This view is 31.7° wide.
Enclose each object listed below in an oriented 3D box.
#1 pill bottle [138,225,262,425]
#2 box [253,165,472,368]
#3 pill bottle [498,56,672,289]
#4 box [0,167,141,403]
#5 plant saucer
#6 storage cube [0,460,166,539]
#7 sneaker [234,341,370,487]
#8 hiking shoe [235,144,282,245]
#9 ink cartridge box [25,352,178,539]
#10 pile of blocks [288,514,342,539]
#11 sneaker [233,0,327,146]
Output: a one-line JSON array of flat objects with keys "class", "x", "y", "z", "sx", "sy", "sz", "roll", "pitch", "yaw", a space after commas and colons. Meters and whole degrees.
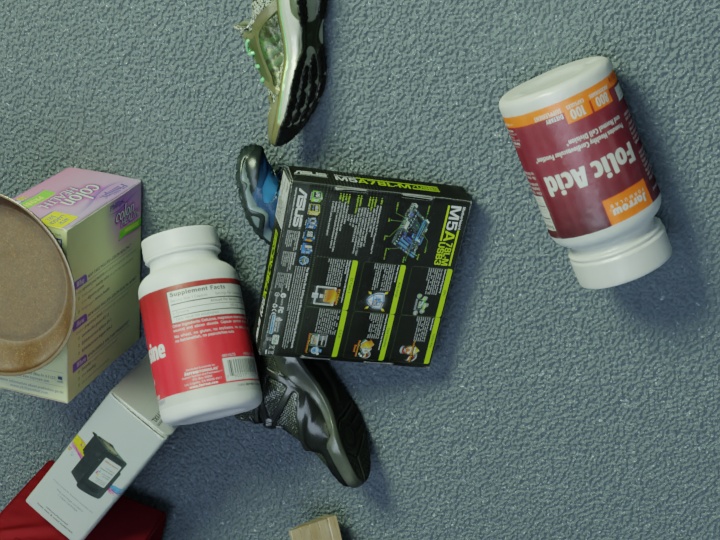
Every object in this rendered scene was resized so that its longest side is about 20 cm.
[{"class": "pill bottle", "x": -0.177, "y": 0.059, "z": 1.366, "sx": 0.112, "sy": 0.112, "sz": 0.201, "roll": -17, "pitch": 79, "yaw": 22}, {"class": "box", "x": 0.000, "y": 0.000, "z": 1.310, "sx": 0.192, "sy": 0.048, "sz": 0.201, "roll": 4, "pitch": 115, "yaw": -17}, {"class": "pill bottle", "x": 0.219, "y": -0.092, "z": 1.210, "sx": 0.114, "sy": 0.114, "sz": 0.201, "roll": -19, "pitch": 104, "yaw": 23}, {"class": "box", "x": -0.320, "y": 0.012, "z": 1.385, "sx": 0.096, "sy": 0.176, "sz": 0.201, "roll": 11, "pitch": 114, "yaw": 13}, {"class": "plant saucer", "x": -0.368, "y": 0.008, "z": 1.281, "sx": 0.199, "sy": 0.037, "sz": 0.201, "roll": 6, "pitch": 111, "yaw": 16}, {"class": "storage cube", "x": -0.356, "y": 0.370, "z": 1.524, "sx": 0.170, "sy": 0.180, "sz": 0.201, "roll": 22, "pitch": 122, "yaw": 8}, {"class": "sneaker", "x": -0.071, "y": 0.164, "z": 1.426, "sx": 0.114, "sy": 0.076, "sz": 0.200, "roll": -29, "pitch": 97, "yaw": 27}, {"class": "hiking shoe", "x": -0.064, "y": -0.052, "z": 1.346, "sx": 0.086, "sy": 0.074, "sz": 0.201, "roll": -19, "pitch": 114, "yaw": 15}, {"class": "ink cartridge box", "x": -0.275, "y": 0.195, "z": 1.460, "sx": 0.083, "sy": 0.146, "sz": 0.200, "roll": 40, "pitch": 116, "yaw": -1}, {"class": "pile of blocks", "x": -0.018, "y": 0.374, "z": 1.491, "sx": 0.082, "sy": 0.062, "sz": 0.200, "roll": -39, "pitch": 94, "yaw": -16}, {"class": "sneaker", "x": -0.086, "y": -0.228, "z": 1.287, "sx": 0.088, "sy": 0.077, "sz": 0.201, "roll": 15, "pitch": 110, "yaw": 26}]
